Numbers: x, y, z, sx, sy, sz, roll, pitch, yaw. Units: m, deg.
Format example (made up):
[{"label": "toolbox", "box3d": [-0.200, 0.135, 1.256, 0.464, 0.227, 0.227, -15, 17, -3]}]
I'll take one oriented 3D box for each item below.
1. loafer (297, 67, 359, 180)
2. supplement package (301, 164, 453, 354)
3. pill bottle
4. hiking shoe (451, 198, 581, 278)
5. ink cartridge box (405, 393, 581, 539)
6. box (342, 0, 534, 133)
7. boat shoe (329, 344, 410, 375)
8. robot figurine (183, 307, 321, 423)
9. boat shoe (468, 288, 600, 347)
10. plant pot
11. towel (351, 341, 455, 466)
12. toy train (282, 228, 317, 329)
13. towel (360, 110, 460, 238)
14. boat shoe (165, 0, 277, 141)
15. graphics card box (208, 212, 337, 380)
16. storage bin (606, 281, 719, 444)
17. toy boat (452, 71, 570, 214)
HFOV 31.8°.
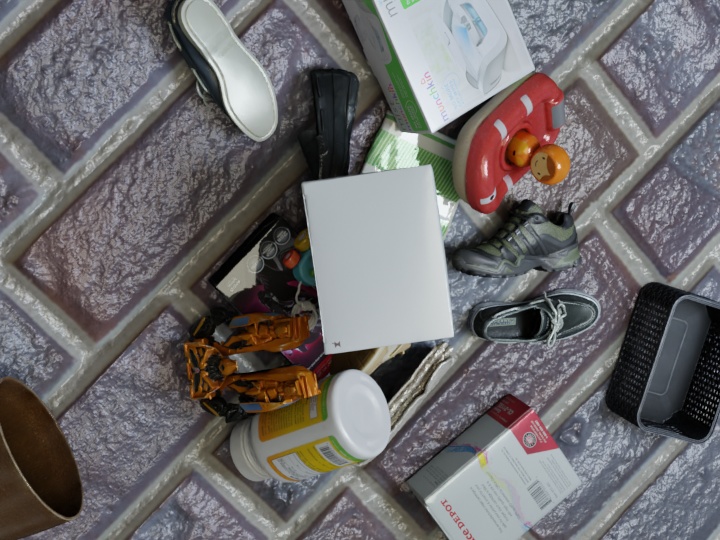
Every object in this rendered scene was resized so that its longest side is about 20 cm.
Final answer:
[{"label": "loafer", "box3d": [-0.046, -0.156, 1.591, 0.069, 0.068, 0.203, 7, 80, -4]}, {"label": "supplement package", "box3d": [0.023, -0.014, 1.494, 0.153, 0.111, 0.203, -8, 92, 4]}, {"label": "pill bottle", "box3d": [-0.069, 0.204, 1.597, 0.111, 0.199, 0.112, 28, 51, -41]}, {"label": "hiking shoe", "box3d": [0.208, -0.045, 1.716, 0.198, 0.076, 0.102, -6, 95, -27]}, {"label": "ink cartridge box", "box3d": [0.185, 0.296, 1.762, 0.199, 0.083, 0.146, -38, 110, -8]}, {"label": "box", "box3d": [0.096, -0.303, 1.597, 0.175, 0.096, 0.202, -32, 109, -19]}, {"label": "boat shoe", "box3d": [0.038, 0.078, 1.610, 0.069, 0.074, 0.201, 21, 117, -39]}, {"label": "robot figurine", "box3d": [-0.144, 0.114, 1.565, 0.058, 0.198, 0.147, -6, 87, -56]}, {"label": "boat shoe", "box3d": [0.250, 0.067, 1.746, 0.197, 0.068, 0.075, 1, 101, -19]}, {"label": "plant pot", "box3d": [-0.463, 0.257, 1.501, 0.198, 0.187, 0.188, -29, 109, 4]}, {"label": "towel", "box3d": [0.058, 0.179, 1.674, 0.034, 0.133, 0.201, 39, 87, 9]}, {"label": "toy train", "box3d": [0.000, 0.000, 1.612, 0.198, 0.055, 0.152, -17, 98, -29]}, {"label": "towel", "box3d": [0.059, -0.093, 1.675, 0.151, 0.023, 0.202, 21, 95, -21]}, {"label": "boat shoe", "box3d": [-0.172, -0.245, 1.542, 0.075, 0.062, 0.201, -49, 121, -21]}, {"label": "graphics card box", "box3d": [-0.085, 0.039, 1.637, 0.126, 0.051, 0.200, -45, 110, -7]}, {"label": "storage bin", "box3d": [0.454, 0.132, 1.816, 0.134, 0.094, 0.202, 15, 97, -21]}, {"label": "toy boat", "box3d": [0.212, -0.152, 1.628, 0.200, 0.130, 0.131, -44, 145, -20]}]
